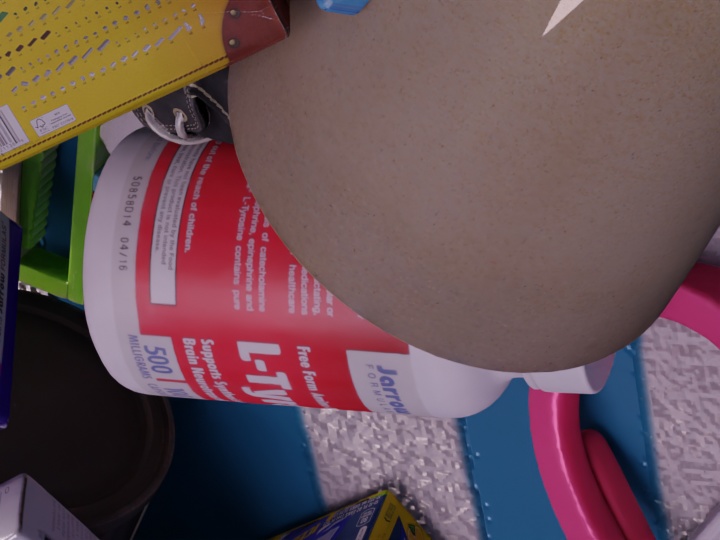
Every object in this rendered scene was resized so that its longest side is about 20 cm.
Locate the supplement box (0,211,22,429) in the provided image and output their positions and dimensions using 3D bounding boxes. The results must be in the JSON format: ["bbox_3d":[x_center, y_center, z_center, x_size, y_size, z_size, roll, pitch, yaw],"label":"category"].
[{"bbox_3d":[-0.234,-0.009,0.843,0.103,0.102,0.200,-15,146,22],"label":"supplement box"}]

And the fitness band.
[{"bbox_3d":[0.144,0.093,0.864,0.144,0.037,0.201,-39,76,47],"label":"fitness band"}]

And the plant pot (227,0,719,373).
[{"bbox_3d":[0.077,-0.095,0.696,0.187,0.188,0.200,39,142,0],"label":"plant pot"}]

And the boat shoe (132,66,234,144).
[{"bbox_3d":[-0.056,-0.077,0.824,0.068,0.072,0.200,-54,50,16],"label":"boat shoe"}]

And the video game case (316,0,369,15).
[{"bbox_3d":[0.022,-0.196,0.635,0.200,0.018,0.144,-47,55,38],"label":"video game case"}]

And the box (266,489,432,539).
[{"bbox_3d":[-0.048,0.178,1.023,0.199,0.070,0.064,-26,114,36],"label":"box"}]

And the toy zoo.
[{"bbox_3d":[-0.069,-0.023,0.946,0.199,0.020,0.132,21,125,15],"label":"toy zoo"}]

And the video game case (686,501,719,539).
[{"bbox_3d":[0.207,0.184,0.932,0.182,0.023,0.200,36,127,4],"label":"video game case"}]

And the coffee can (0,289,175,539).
[{"bbox_3d":[-0.187,0.129,1.019,0.146,0.146,0.201,31,129,6],"label":"coffee can"}]

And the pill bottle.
[{"bbox_3d":[0.000,0.000,0.844,0.199,0.112,0.113,3,120,19],"label":"pill bottle"}]

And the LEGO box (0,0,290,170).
[{"bbox_3d":[-0.126,-0.102,0.737,0.199,0.149,0.077,-23,118,11],"label":"LEGO box"}]

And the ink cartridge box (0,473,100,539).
[{"bbox_3d":[-0.166,0.196,0.954,0.199,0.041,0.200,-27,128,20],"label":"ink cartridge box"}]
